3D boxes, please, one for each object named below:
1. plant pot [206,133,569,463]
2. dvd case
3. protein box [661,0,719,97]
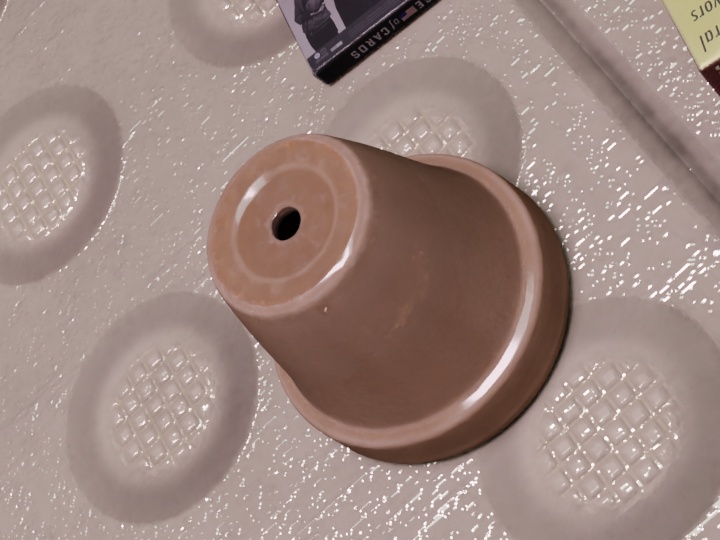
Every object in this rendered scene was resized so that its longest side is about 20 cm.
[{"bbox_3d":[0.000,0.000,1.082,0.200,0.175,0.201,-14,62,29],"label":"plant pot"},{"bbox_3d":[-0.007,-0.249,1.285,0.150,0.025,0.200,-36,54,16],"label":"dvd case"},{"bbox_3d":[0.261,-0.210,1.020,0.198,0.135,0.200,-32,55,18],"label":"protein box"}]
